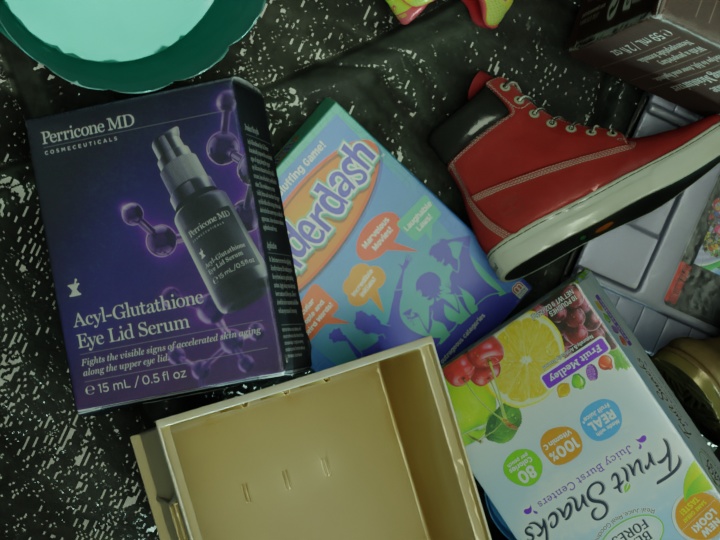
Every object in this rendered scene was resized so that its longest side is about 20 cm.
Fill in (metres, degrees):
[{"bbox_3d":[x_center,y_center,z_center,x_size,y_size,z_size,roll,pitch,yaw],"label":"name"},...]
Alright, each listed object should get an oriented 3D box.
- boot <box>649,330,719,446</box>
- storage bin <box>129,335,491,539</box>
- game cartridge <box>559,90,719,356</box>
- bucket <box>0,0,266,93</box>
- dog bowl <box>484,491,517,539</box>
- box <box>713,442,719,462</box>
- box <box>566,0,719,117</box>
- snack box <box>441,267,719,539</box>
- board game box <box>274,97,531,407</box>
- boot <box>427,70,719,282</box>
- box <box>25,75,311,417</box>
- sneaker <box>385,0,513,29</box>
[{"bbox_3d":[0.294,0.020,1.455,0.066,0.175,0.200,38,86,19],"label":"boot"},{"bbox_3d":[-0.028,0.171,1.361,0.199,0.094,0.200,-16,88,-22],"label":"storage bin"},{"bbox_3d":[0.236,-0.037,1.499,0.129,0.038,0.201,23,94,-9],"label":"game cartridge"},{"bbox_3d":[-0.162,-0.218,1.338,0.205,0.135,0.209,-1,98,-10],"label":"bucket"},{"bbox_3d":[0.176,0.173,1.511,0.199,0.050,0.112,33,91,-14],"label":"dog bowl"},{"bbox_3d":[0.325,0.160,1.480,0.199,0.050,0.158,20,104,-46],"label":"box"},{"bbox_3d":[0.280,-0.196,1.400,0.199,0.166,0.165,23,81,-13],"label":"box"},{"bbox_3d":[0.153,0.121,1.401,0.142,0.053,0.201,-34,88,22],"label":"snack box"},{"bbox_3d":[0.000,0.000,1.451,0.200,0.045,0.152,42,90,-14],"label":"board game box"},{"bbox_3d":[0.155,-0.099,1.440,0.199,0.072,0.145,-25,76,-5],"label":"boot"},{"bbox_3d":[-0.126,-0.016,1.356,0.147,0.104,0.202,-12,88,8],"label":"box"},{"bbox_3d":[0.025,-0.219,1.406,0.199,0.078,0.091,13,98,-13],"label":"sneaker"}]
